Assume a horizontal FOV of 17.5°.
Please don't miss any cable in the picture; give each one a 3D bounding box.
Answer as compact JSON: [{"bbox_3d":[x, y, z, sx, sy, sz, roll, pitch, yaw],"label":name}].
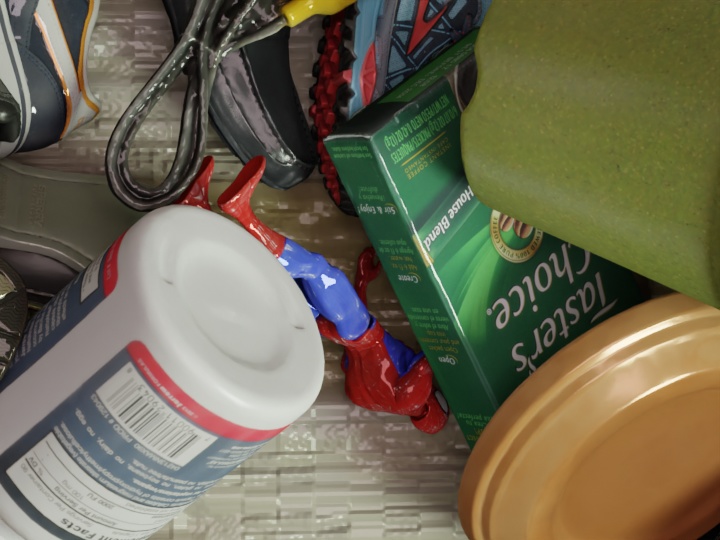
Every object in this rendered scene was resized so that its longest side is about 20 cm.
[{"bbox_3d":[-0.067,-0.125,1.150,0.097,0.050,0.200,43,75,-12],"label":"cable"}]

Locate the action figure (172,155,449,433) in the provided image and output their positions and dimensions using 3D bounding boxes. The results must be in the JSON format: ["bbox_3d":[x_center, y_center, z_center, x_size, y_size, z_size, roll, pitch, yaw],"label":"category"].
[{"bbox_3d":[0.000,0.000,1.211,0.099,0.065,0.200,-53,124,-24],"label":"action figure"}]

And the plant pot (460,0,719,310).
[{"bbox_3d":[0.155,-0.072,1.099,0.183,0.200,0.201,17,85,27],"label":"plant pot"}]

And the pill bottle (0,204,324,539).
[{"bbox_3d":[-0.123,0.070,1.137,0.200,0.120,0.120,-39,96,30],"label":"pill bottle"}]

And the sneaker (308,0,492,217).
[{"bbox_3d":[0.030,-0.124,1.223,0.095,0.079,0.201,9,88,-11],"label":"sneaker"}]

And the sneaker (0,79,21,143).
[{"bbox_3d":[-0.234,-0.028,1.108,0.098,0.071,0.201,33,79,18],"label":"sneaker"}]

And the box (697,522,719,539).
[{"bbox_3d":[0.263,0.154,1.236,0.132,0.115,0.200,38,84,-6],"label":"box"}]

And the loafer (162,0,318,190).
[{"bbox_3d":[-0.064,-0.140,1.207,0.070,0.068,0.202,-23,90,17],"label":"loafer"}]

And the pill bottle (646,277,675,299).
[{"bbox_3d":[0.190,-0.081,1.231,0.110,0.111,0.201,-11,91,-9],"label":"pill bottle"}]

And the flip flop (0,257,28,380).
[{"bbox_3d":[-0.232,0.069,1.119,0.081,0.058,0.201,30,103,-12],"label":"flip flop"}]

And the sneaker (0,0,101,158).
[{"bbox_3d":[-0.185,-0.159,1.185,0.079,0.078,0.201,-15,95,-42],"label":"sneaker"}]

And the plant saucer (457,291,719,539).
[{"bbox_3d":[0.145,0.092,1.189,0.199,0.201,0.038,-26,52,-9],"label":"plant saucer"}]

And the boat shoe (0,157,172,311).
[{"bbox_3d":[-0.153,-0.010,1.202,0.200,0.061,0.072,18,50,-11],"label":"boat shoe"}]

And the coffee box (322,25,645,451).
[{"bbox_3d":[0.072,-0.012,1.200,0.123,0.044,0.201,-37,112,-32],"label":"coffee box"}]
